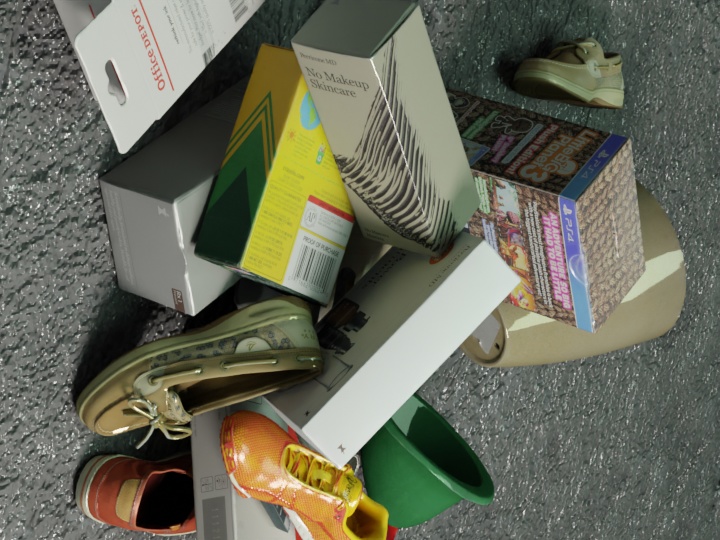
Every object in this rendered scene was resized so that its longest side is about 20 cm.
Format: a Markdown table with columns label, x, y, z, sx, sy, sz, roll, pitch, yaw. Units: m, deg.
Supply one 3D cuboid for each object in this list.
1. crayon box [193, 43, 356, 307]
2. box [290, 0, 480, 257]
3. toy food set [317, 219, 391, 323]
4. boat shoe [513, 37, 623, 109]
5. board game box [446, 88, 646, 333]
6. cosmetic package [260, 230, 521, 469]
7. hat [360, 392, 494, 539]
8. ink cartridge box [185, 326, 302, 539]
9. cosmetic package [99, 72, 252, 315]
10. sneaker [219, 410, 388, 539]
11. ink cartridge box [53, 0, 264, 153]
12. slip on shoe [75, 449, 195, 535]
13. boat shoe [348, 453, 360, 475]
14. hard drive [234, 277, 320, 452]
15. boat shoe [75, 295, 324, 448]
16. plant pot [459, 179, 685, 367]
| label | x | y | z | sx | sy | sz | roll | pitch | yaw |
| --- | --- | --- | --- | --- | --- | --- | --- | --- | --- |
| crayon box | -0.044 | -0.086 | 1.574 | 0.127 | 0.050 | 0.202 | 26 | 81 | -55 |
| box | 0.022 | -0.109 | 1.545 | 0.068 | 0.082 | 0.201 | -51 | 138 | -30 |
| toy food set | 0.000 | 0.000 | 1.797 | 0.200 | 0.060 | 0.145 | -39 | 142 | -72 |
| boat shoe | 0.209 | -0.199 | 2.048 | 0.199 | 0.072 | 0.066 | 2 | 95 | -60 |
| board game box | 0.147 | -0.057 | 1.897 | 0.097 | 0.199 | 0.160 | -47 | 141 | -33 |
| cosmetic package | 0.018 | 0.052 | 1.609 | 0.200 | 0.151 | 0.052 | -46 | 110 | -6 |
| hat | 0.014 | 0.217 | 1.938 | 0.200 | 0.166 | 0.176 | 39 | 104 | -21 |
| ink cartridge box | -0.079 | 0.158 | 1.727 | 0.176 | 0.044 | 0.202 | 21 | 61 | -58 |
| cosmetic package | -0.105 | -0.064 | 1.615 | 0.200 | 0.090 | 0.108 | -35 | 132 | -40 |
| sneaker | -0.044 | 0.164 | 1.662 | 0.200 | 0.077 | 0.074 | 41 | 46 | -45 |
| ink cartridge box | -0.151 | -0.194 | 1.489 | 0.200 | 0.067 | 0.117 | -52 | 143 | -29 |
| slip on shoe | -0.152 | 0.186 | 1.692 | 0.200 | 0.061 | 0.075 | 15 | 92 | -60 |
| boat shoe | -0.042 | 0.238 | 1.874 | 0.201 | 0.070 | 0.072 | -61 | 146 | -24 |
| hard drive | -0.056 | 0.049 | 1.736 | 0.133 | 0.026 | 0.201 | -83 | 159 | -45 |
| boat shoe | -0.125 | 0.085 | 1.581 | 0.199 | 0.063 | 0.073 | -25 | 153 | 10 |
| plant pot | 0.186 | 0.015 | 2.039 | 0.199 | 0.187 | 0.189 | -23 | 126 | -33 |
